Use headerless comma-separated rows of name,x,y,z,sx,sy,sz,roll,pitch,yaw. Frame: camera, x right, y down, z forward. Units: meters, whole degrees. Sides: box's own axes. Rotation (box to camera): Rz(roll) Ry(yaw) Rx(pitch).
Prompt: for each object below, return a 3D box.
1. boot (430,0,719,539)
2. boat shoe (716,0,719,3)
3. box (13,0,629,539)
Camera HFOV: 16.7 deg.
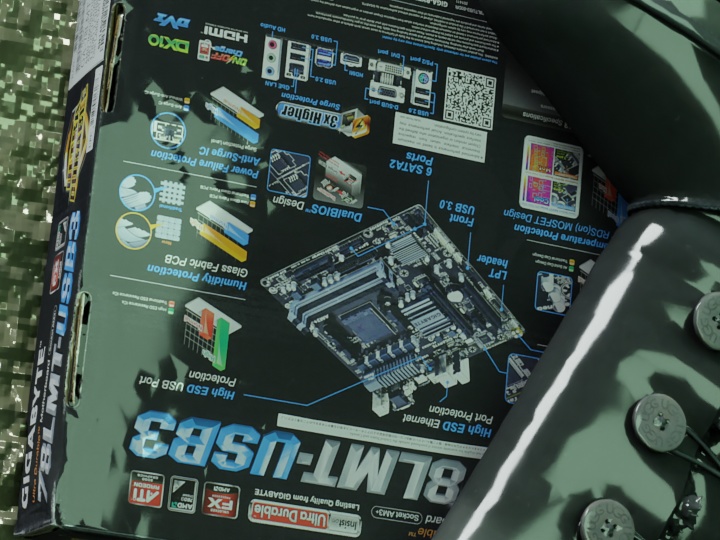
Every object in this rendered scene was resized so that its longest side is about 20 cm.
boot,0.069,0.015,0.761,0.164,0.066,0.201,30,79,-5
boat shoe,0.143,-0.095,0.812,0.065,0.072,0.200,-52,131,-5
box,0.000,0.000,0.787,0.199,0.050,0.200,10,77,-21
